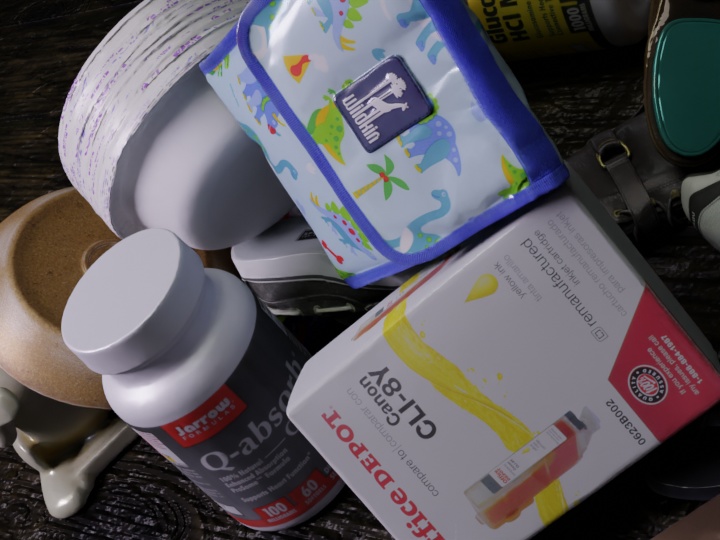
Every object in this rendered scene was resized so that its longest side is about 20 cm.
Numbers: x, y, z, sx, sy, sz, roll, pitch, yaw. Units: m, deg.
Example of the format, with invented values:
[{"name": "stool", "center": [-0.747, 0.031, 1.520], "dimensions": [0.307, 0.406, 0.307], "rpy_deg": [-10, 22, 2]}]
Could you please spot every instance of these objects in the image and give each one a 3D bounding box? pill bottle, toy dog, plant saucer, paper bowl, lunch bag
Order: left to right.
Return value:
[{"name": "toy dog", "center": [-0.255, 0.053, 1.043], "dimensions": [0.139, 0.200, 0.194], "rpy_deg": [-37, 37, 4]}, {"name": "plant saucer", "center": [-0.178, 0.004, 0.970], "dimensions": [0.198, 0.036, 0.202], "rpy_deg": [7, 50, -8]}, {"name": "pill bottle", "center": [-0.094, 0.072, 0.882], "dimensions": [0.115, 0.200, 0.117], "rpy_deg": [-24, 40, 22]}, {"name": "paper bowl", "center": [-0.093, -0.095, 0.917], "dimensions": [0.201, 0.201, 0.104], "rpy_deg": [-44, 68, -3]}, {"name": "lunch bag", "center": [0.016, -0.095, 0.754], "dimensions": [0.127, 0.171, 0.200], "rpy_deg": [-38, 7, -26]}, {"name": "pill bottle", "center": [0.118, -0.217, 1.045], "dimensions": [0.198, 0.113, 0.113], "rpy_deg": [-3, 51, 33]}]

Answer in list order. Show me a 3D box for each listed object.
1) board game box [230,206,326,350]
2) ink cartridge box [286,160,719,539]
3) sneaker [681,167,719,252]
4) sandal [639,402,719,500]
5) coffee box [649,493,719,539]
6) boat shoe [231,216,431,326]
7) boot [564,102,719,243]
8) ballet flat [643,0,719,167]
[{"name": "board game box", "center": [-0.108, -0.002, 1.061], "dimensions": [0.199, 0.045, 0.135], "rpy_deg": [17, 66, 35]}, {"name": "ink cartridge box", "center": [0.080, 0.061, 0.757], "dimensions": [0.200, 0.145, 0.083], "rpy_deg": [-39, 7, 15]}, {"name": "sneaker", "center": [0.273, -0.089, 0.810], "dimensions": [0.200, 0.076, 0.088], "rpy_deg": [-43, 52, -5]}, {"name": "sandal", "center": [0.237, 0.061, 0.731], "dimensions": [0.199, 0.043, 0.077], "rpy_deg": [-26, 39, 19]}, {"name": "coffee box", "center": [0.157, 0.192, 0.640], "dimensions": [0.199, 0.080, 0.115], "rpy_deg": [-36, 38, 7]}, {"name": "boat shoe", "center": [0.000, 0.000, 0.916], "dimensions": [0.199, 0.064, 0.071], "rpy_deg": [1, 37, 43]}, {"name": "boot", "center": [0.154, -0.023, 0.874], "dimensions": [0.173, 0.069, 0.201], "rpy_deg": [-22, 47, 13]}, {"name": "ballet flat", "center": [0.210, -0.160, 0.881], "dimensions": [0.067, 0.072, 0.202], "rpy_deg": [2, 81, -4]}]
